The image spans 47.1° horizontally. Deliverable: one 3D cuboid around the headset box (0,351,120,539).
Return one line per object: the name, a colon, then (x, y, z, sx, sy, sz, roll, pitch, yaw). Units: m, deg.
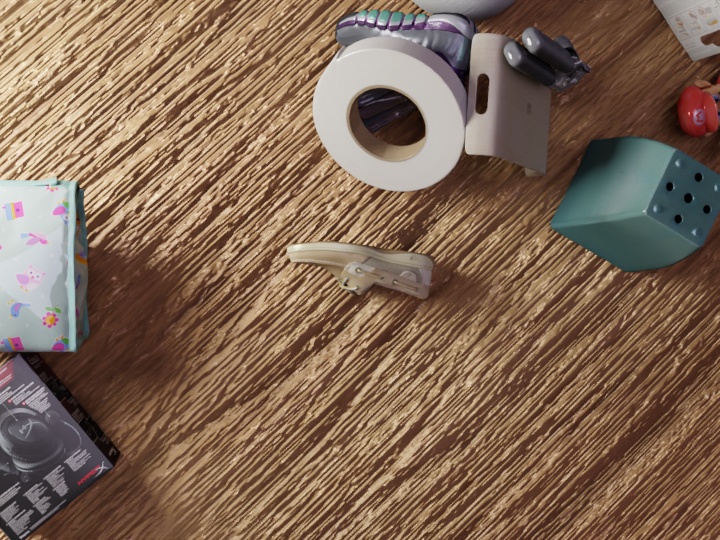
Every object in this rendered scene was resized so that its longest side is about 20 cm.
headset box: (-0.417, 0.203, 1.009, 0.148, 0.077, 0.201, -39, 97, -7)

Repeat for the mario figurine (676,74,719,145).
mario figurine: (0.534, -0.236, 1.148, 0.198, 0.106, 0.124, -19, 61, -17)

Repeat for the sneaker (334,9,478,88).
sneaker: (0.046, -0.273, 1.035, 0.198, 0.074, 0.089, 9, 87, 32)

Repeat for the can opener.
can opener: (0.232, -0.270, 1.036, 0.053, 0.199, 0.067, -33, 71, 28)

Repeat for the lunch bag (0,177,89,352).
lunch bag: (-0.413, -0.009, 0.982, 0.168, 0.122, 0.202, -1, 97, -9)

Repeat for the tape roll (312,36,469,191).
tape roll: (0.038, -0.191, 1.029, 0.202, 0.203, 0.037, 36, 45, -9)

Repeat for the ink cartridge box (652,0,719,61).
ink cartridge box: (0.442, -0.387, 1.102, 0.057, 0.163, 0.200, -43, 98, -1)

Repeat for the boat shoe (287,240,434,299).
boat shoe: (0.000, 0.000, 1.082, 0.198, 0.072, 0.066, 8, 89, -16)

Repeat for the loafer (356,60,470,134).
loafer: (0.072, -0.237, 1.095, 0.198, 0.072, 0.063, -22, 114, -2)

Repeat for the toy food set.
toy food set: (0.189, -0.205, 1.062, 0.060, 0.199, 0.145, 4, 90, 34)

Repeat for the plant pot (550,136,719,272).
plant pot: (0.374, -0.087, 1.079, 0.140, 0.200, 0.142, 28, 87, -10)

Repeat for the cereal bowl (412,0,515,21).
cereal bowl: (0.137, -0.426, 1.061, 0.198, 0.083, 0.202, 1, 98, 4)
